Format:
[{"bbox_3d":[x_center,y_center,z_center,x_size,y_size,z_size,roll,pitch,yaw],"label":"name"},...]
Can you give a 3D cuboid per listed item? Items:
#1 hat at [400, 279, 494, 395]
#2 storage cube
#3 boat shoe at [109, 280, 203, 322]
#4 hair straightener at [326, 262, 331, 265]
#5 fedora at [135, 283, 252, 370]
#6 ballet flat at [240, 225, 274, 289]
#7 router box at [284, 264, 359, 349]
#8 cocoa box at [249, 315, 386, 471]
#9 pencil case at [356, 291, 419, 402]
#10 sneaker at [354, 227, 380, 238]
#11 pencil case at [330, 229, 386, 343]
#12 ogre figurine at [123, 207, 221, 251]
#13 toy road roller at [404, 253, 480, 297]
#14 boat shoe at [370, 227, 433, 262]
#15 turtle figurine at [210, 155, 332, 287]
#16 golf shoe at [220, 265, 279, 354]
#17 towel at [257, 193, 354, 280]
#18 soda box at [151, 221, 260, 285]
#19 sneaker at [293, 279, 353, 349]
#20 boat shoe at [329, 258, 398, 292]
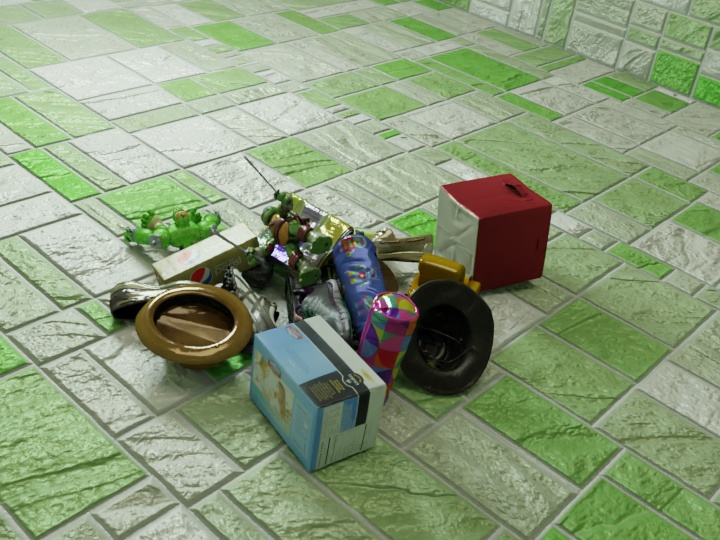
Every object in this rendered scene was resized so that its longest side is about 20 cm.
[{"bbox_3d":[0.143,0.120,1.583,0.197,0.204,0.081,3,-7,-10],"label":"hat"},{"bbox_3d":[0.274,-0.079,1.861,0.177,0.203,0.171,-11,33,-22],"label":"storage cube"},{"bbox_3d":[-0.353,0.068,1.590,0.197,0.075,0.074,-1,42,0],"label":"boat shoe"},{"bbox_3d":[-0.095,-0.028,1.808,0.199,0.077,0.041,40,-5,10],"label":"hair straightener"},{"bbox_3d":[-0.282,0.110,1.510,0.197,0.083,0.202,5,41,-4],"label":"fedora"},{"bbox_3d":[-0.199,-0.039,1.784,0.057,0.066,0.201,39,27,-22],"label":"ballet flat"},{"bbox_3d":[-0.061,0.066,1.666,0.147,0.063,0.201,3,32,-12],"label":"router box"},{"bbox_3d":[-0.073,0.190,1.400,0.130,0.135,0.200,-14,39,-32],"label":"cocoa box"},{"bbox_3d":[0.032,0.134,1.465,0.087,0.202,0.089,14,29,-8],"label":"pencil case"},{"bbox_3d":[-0.035,-0.057,1.879,0.197,0.077,0.105,6,5,6],"label":"sneaker"},{"bbox_3d":[0.009,0.031,1.560,0.086,0.078,0.202,-13,60,-7],"label":"pencil case"},{"bbox_3d":[-0.366,-0.080,1.793,0.198,0.100,0.120,9,10,-31],"label":"ogre figurine"},{"bbox_3d":[0.159,0.027,1.706,0.121,0.148,0.200,19,33,15],"label":"toy road roller"},{"bbox_3d":[0.050,-0.052,1.786,0.197,0.066,0.072,3,0,-5],"label":"boat shoe"},{"bbox_3d":[-0.155,-0.065,1.596,0.144,0.200,0.193,-48,54,-5],"label":"turtle figurine"},{"bbox_3d":[-0.199,0.072,1.614,0.093,0.078,0.201,2,44,-30],"label":"golf shoe"},{"bbox_3d":[-0.113,-0.065,1.713,0.144,0.023,0.199,-48,48,-10],"label":"towel"},{"bbox_3d":[-0.288,-0.015,1.679,0.198,0.065,0.068,-27,41,-20],"label":"soda box"},{"bbox_3d":[-0.065,0.088,1.524,0.086,0.075,0.201,-8,28,-8],"label":"sneaker"},{"bbox_3d":[0.000,0.000,1.682,0.073,0.063,0.200,4,32,-41],"label":"boat shoe"}]
